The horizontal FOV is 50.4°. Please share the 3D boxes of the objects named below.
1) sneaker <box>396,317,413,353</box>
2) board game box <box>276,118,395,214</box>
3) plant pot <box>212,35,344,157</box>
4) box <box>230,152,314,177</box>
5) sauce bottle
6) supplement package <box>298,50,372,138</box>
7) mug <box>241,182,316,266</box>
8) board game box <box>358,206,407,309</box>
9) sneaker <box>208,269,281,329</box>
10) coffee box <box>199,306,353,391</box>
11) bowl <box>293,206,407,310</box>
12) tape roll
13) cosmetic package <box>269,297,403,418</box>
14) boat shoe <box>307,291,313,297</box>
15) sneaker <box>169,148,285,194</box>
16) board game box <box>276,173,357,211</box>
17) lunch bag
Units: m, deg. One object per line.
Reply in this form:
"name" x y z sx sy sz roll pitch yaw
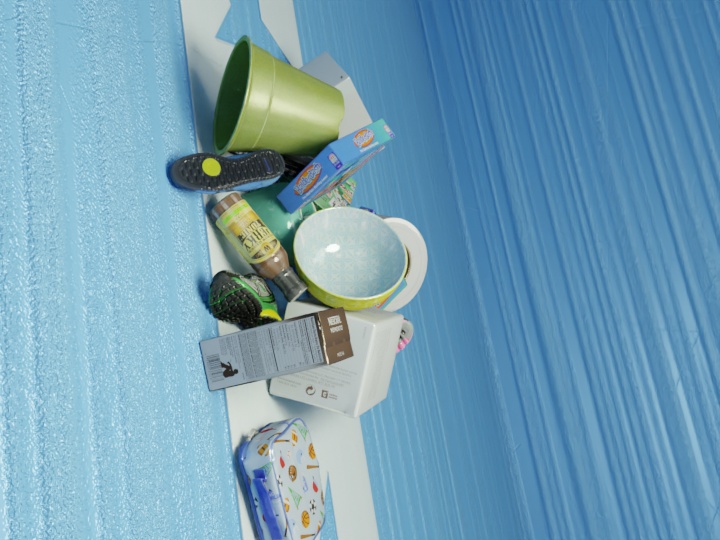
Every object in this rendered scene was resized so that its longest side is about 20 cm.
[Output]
"sneaker" 0.015 0.143 1.590 0.079 0.199 0.096 60 10 -22
"board game box" -0.040 -0.186 1.349 0.045 0.152 0.200 51 35 0
"plant pot" -0.134 -0.276 1.314 0.188 0.200 0.202 11 57 -24
"box" -0.153 -0.265 1.465 0.199 0.046 0.160 18 53 -29
"sauce bottle" -0.164 -0.036 1.260 0.200 0.065 0.065 49 19 1
"supplement package" -0.071 -0.337 1.685 0.201 0.151 0.151 58 0 -43
"mug" -0.142 -0.095 1.409 0.152 0.113 0.186 55 27 -46
"board game box" 0.000 0.000 1.519 0.152 0.045 0.201 -43 128 -24
"sneaker" -0.192 0.040 1.240 0.200 0.077 0.086 56 18 -67
"coffee box" -0.124 0.118 1.156 0.113 0.198 0.081 0 76 -72
"bowl" -0.025 -0.002 1.337 0.108 0.198 0.202 108 -15 -52
"tape roll" 0.028 -0.022 1.673 0.201 0.139 0.205 -7 102 -34
"cosmetic package" -0.037 0.146 1.369 0.200 0.166 0.168 -3 106 -72
"boat shoe" -0.069 0.048 1.583 0.067 0.073 0.201 -86 155 -45
"sneaker" -0.219 -0.151 1.238 0.199 0.078 0.067 -12 82 -36
"board game box" -0.097 -0.188 1.535 0.200 0.029 0.135 40 43 -25
"lunch bag" -0.123 0.336 1.198 0.160 0.075 0.202 -31 106 -69
